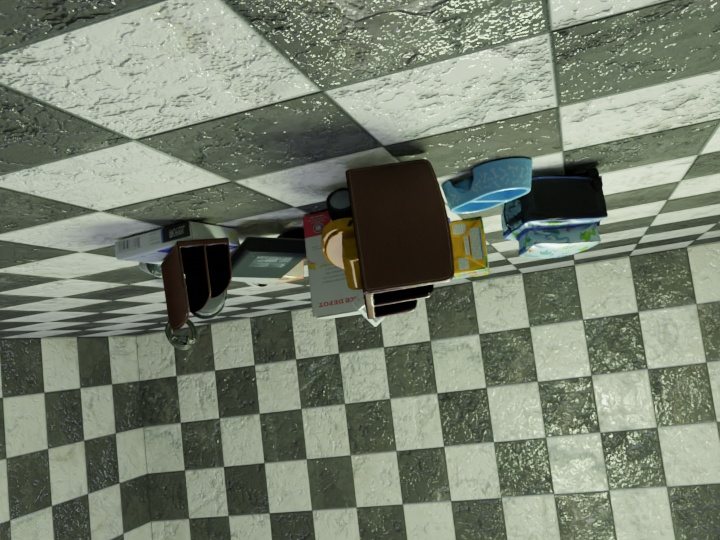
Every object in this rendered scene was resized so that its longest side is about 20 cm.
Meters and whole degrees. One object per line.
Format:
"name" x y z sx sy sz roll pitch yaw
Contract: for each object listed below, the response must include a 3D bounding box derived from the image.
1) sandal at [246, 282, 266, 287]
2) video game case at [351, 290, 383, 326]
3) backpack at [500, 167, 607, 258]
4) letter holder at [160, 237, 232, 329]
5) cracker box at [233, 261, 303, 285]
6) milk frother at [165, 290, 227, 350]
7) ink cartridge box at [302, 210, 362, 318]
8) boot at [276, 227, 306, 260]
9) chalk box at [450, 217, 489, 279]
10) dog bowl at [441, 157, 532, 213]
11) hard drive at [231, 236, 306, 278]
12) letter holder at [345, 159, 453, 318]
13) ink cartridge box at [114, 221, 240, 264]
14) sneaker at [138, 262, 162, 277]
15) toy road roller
"sandal" -0.279 0.015 1.961 0.077 0.061 0.205 -3 172 -32
"video game case" 0.071 0.015 1.216 0.182 0.023 0.200 -45 165 -2
"backpack" 0.362 -0.100 1.364 0.177 0.152 0.200 -4 176 -5
"letter holder" -0.315 0.033 1.367 0.098 0.147 0.199 -5 171 -25
"cracker box" -0.252 -0.008 1.716 0.196 0.060 0.132 7 168 -39
"milk frother" -0.463 0.115 1.988 0.175 0.207 0.188 -2 172 -13
"ink cartridge box" -0.026 -0.016 1.382 0.144 0.206 0.085 -9 173 20
"boot" -0.091 -0.059 1.555 0.195 0.076 0.075 -1 161 -28
"chalk box" 0.258 -0.048 1.774 0.120 0.129 0.200 -8 174 12
"dog bowl" 0.224 -0.145 1.250 0.109 0.051 0.199 -4 173 -27
"hard drive" -0.198 -0.023 1.471 0.136 0.034 0.199 1 164 -24
"letter holder" 0.061 -0.050 1.068 0.138 0.205 0.101 -9 155 0
"ink cartridge box" -0.351 -0.051 1.422 0.193 0.048 0.199 -14 173 25
"sneaker" -0.406 -0.017 1.592 0.086 0.077 0.197 3 175 44
"toy road roller" 0.030 -0.051 1.200 0.194 0.149 0.125 -6 139 5
